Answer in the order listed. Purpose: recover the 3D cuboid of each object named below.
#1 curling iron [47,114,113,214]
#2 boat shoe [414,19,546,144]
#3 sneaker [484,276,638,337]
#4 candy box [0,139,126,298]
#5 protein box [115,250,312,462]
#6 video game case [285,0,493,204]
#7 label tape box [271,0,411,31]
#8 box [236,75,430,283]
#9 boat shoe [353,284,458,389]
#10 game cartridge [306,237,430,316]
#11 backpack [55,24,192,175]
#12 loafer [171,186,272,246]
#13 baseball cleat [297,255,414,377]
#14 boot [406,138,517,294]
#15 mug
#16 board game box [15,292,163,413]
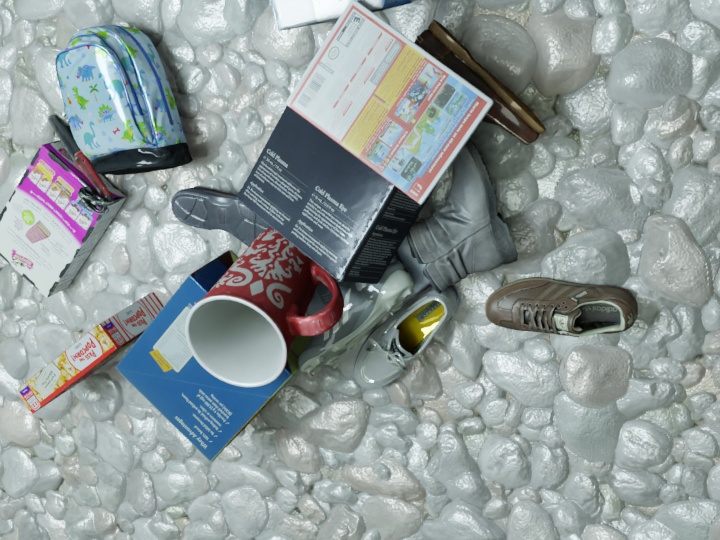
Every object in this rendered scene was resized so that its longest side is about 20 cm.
[{"bbox_3d":[-0.412,-0.159,1.299,0.026,0.049,0.201,-50,59,32],"label":"curling iron"},{"bbox_3d":[0.141,-0.222,1.120,0.200,0.070,0.070,45,107,10],"label":"boat shoe"},{"bbox_3d":[0.256,0.050,1.159,0.198,0.076,0.071,-4,105,19],"label":"sneaker"},{"bbox_3d":[-0.466,-0.078,1.364,0.136,0.061,0.200,42,113,2],"label":"candy box"},{"bbox_3d":[-0.203,0.122,1.297,0.198,0.135,0.200,43,114,1],"label":"protein box"},{"bbox_3d":[0.031,-0.192,1.024,0.199,0.017,0.143,37,104,4],"label":"video game case"},{"bbox_3d":[0.007,-0.344,1.084,0.198,0.143,0.067,-4,107,19],"label":"label tape box"},{"bbox_3d":[-0.025,-0.113,1.142,0.200,0.104,0.183,38,106,25],"label":"box"},{"bbox_3d":[0.055,0.103,1.234,0.075,0.086,0.202,47,113,0],"label":"boat shoe"},{"bbox_3d":[0.000,0.000,1.250,0.199,0.040,0.134,-21,95,22],"label":"game cartridge"},{"bbox_3d":[-0.335,-0.238,1.240,0.162,0.153,0.202,-1,94,33],"label":"backpack"},{"bbox_3d":[-0.167,-0.081,1.266,0.198,0.063,0.072,17,121,10],"label":"loafer"},{"bbox_3d":[-0.020,0.050,1.215,0.200,0.070,0.107,-38,73,9],"label":"baseball cleat"},{"bbox_3d":[0.113,-0.076,1.156,0.131,0.070,0.201,-21,98,7],"label":"boot"},{"bbox_3d":[-0.107,0.045,1.161,0.176,0.200,0.134,19,124,5],"label":"mug"},{"bbox_3d":[-0.405,0.123,1.355,0.199,0.151,0.046,-35,93,24],"label":"board game box"}]
